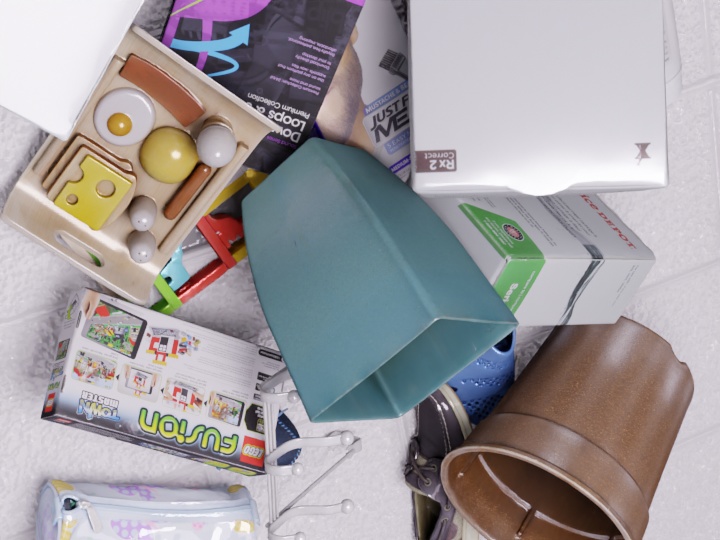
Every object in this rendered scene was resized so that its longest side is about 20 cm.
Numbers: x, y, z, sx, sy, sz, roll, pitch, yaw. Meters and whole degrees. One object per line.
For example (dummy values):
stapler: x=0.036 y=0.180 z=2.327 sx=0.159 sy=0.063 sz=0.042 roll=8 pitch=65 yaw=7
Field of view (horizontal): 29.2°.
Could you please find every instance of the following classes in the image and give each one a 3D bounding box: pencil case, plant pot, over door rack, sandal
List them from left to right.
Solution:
pencil case: x=-0.193 y=0.231 z=1.247 sx=0.199 sy=0.083 sz=0.091 roll=7 pitch=127 yaw=-28
over door rack: x=-0.029 y=0.133 z=1.228 sx=0.066 sy=0.200 sz=0.149 roll=5 pitch=111 yaw=16
plant pot: x=0.000 y=0.000 z=1.128 sx=0.141 sy=0.201 sz=0.141 roll=-40 pitch=157 yaw=23
sandal: x=0.118 y=0.066 z=1.332 sx=0.079 sy=0.087 sz=0.201 roll=-19 pitch=117 yaw=-20
plant pot: x=0.209 y=0.159 z=1.302 sx=0.199 sy=0.200 sz=0.201 roll=-53 pitch=125 yaw=-31

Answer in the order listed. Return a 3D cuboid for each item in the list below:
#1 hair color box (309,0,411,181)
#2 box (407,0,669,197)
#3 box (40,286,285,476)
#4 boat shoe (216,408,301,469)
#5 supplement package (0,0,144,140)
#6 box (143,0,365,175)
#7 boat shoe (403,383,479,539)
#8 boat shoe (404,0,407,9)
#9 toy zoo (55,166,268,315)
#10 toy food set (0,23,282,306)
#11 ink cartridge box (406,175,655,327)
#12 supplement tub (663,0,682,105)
hair color box: x=-0.007 y=-0.166 z=1.202 sx=0.109 sy=0.065 sz=0.201 roll=-33 pitch=117 yaw=-9
box: x=0.138 y=-0.160 z=1.102 sx=0.198 sy=0.131 sz=0.201 roll=-1 pitch=92 yaw=4
box: x=-0.161 y=0.097 z=1.168 sx=0.199 sy=0.035 sz=0.111 roll=21 pitch=69 yaw=-28
boat shoe: x=-0.133 y=0.138 z=1.249 sx=0.199 sy=0.069 sz=0.084 roll=27 pitch=95 yaw=-30
supplement package: x=-0.250 y=-0.230 z=1.038 sx=0.155 sy=0.111 sz=0.201 roll=28 pitch=94 yaw=-30
box: x=-0.088 y=-0.182 z=1.115 sx=0.142 sy=0.036 sz=0.201 roll=18 pitch=118 yaw=-13
boat shoe: x=0.076 y=0.203 z=1.371 sx=0.065 sy=0.072 sz=0.201 roll=-20 pitch=121 yaw=-23
boat shoe: x=0.074 y=-0.243 z=1.203 sx=0.071 sy=0.076 sz=0.201 roll=-21 pitch=115 yaw=-15
toy zoo: x=-0.150 y=-0.052 z=1.201 sx=0.200 sy=0.020 sz=0.131 roll=-38 pitch=119 yaw=-8
toy food set: x=-0.177 y=-0.081 z=1.108 sx=0.143 sy=0.060 sz=0.200 roll=33 pitch=109 yaw=-21
ink cartridge box: x=0.146 y=-0.025 z=1.247 sx=0.199 sy=0.147 sz=0.083 roll=1 pitch=129 yaw=-39
supplement tub: x=0.212 y=-0.245 z=1.236 sx=0.131 sy=0.132 sz=0.201 roll=-22 pitch=116 yaw=-16
